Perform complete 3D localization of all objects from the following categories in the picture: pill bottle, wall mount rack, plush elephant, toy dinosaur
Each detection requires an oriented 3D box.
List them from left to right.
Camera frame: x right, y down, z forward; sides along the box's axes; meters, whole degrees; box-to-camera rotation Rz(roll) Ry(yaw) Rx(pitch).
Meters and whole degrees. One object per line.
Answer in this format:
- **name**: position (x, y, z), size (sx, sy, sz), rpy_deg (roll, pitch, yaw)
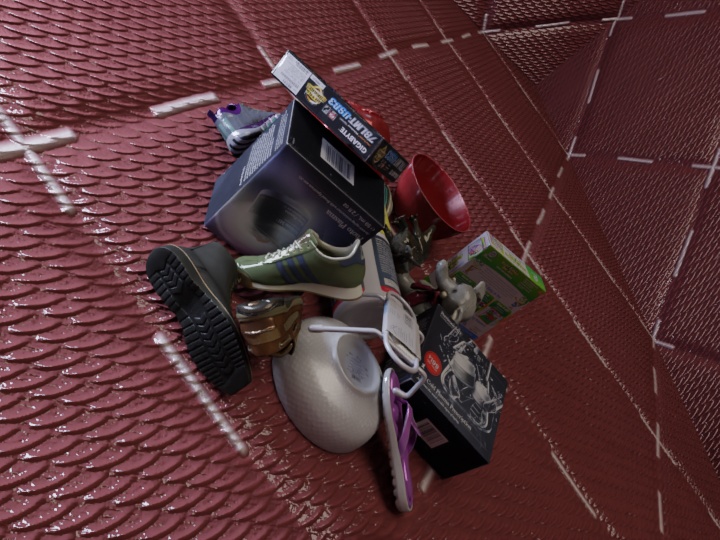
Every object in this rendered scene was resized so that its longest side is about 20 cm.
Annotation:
- **pill bottle**: position (0.000, 0.000, 1.149), size (0.118, 0.119, 0.204), rpy_deg (27, 40, -39)
- **wall mount rack**: position (0.018, 0.086, 0.968), size (0.173, 0.075, 0.201), rpy_deg (41, 19, -12)
- **toy dinosaur**: position (0.088, -0.046, 1.247), size (0.199, 0.075, 0.105), rpy_deg (-12, 83, -67)
- **plush elephant**: position (0.144, 0.057, 1.267), size (0.202, 0.154, 0.165), rpy_deg (53, 30, -2)

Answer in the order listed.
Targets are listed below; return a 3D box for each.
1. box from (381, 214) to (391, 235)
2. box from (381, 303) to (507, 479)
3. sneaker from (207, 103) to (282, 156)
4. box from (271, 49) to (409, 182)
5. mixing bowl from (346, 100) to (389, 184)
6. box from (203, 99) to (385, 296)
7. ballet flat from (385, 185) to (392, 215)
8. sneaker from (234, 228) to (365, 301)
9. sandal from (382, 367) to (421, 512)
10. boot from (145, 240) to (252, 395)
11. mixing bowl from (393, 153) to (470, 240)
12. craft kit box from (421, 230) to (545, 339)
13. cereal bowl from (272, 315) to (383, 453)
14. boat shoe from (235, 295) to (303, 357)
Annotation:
- **box**: position (0.015, -0.082, 1.300), size (0.049, 0.075, 0.205), rpy_deg (25, 42, -39)
- **box**: position (0.136, 0.199, 1.141), size (0.200, 0.103, 0.184), rpy_deg (47, 39, -14)
- **sneaker**: position (-0.182, -0.266, 1.196), size (0.088, 0.074, 0.199), rpy_deg (49, 29, 3)
- **box**: position (-0.023, -0.229, 1.045), size (0.199, 0.050, 0.200), rpy_deg (46, 10, 11)
- **mixing bowl**: position (-0.022, -0.245, 1.241), size (0.195, 0.111, 0.201), rpy_deg (21, 13, -5)
- **box**: position (-0.095, -0.100, 1.028), size (0.198, 0.197, 0.125), rpy_deg (37, 34, -27)
- **ballet flat**: position (0.042, -0.156, 1.425), size (0.062, 0.066, 0.204), rpy_deg (41, 32, -40)
- **sneaker**: position (-0.086, -0.019, 0.977), size (0.193, 0.093, 0.068), rpy_deg (8, 23, -4)
- **sandal**: position (0.067, 0.246, 1.006), size (0.082, 0.048, 0.210), rpy_deg (-6, 89, -80)
- **boot**: position (-0.177, 0.048, 0.895), size (0.204, 0.076, 0.138), rpy_deg (62, 21, 1)
- **mixing bowl**: position (0.143, -0.142, 1.512), size (0.198, 0.108, 0.204), rpy_deg (36, 34, -29)
- **craft kit box**: position (0.244, 0.037, 1.394), size (0.198, 0.196, 0.049), rpy_deg (34, 36, -33)
- **cereal bowl**: position (-0.030, 0.153, 0.992), size (0.199, 0.083, 0.204), rpy_deg (38, 33, -30)
- **boat shoe**: position (-0.114, 0.076, 0.887), size (0.200, 0.073, 0.076), rpy_deg (11, 68, -83)
